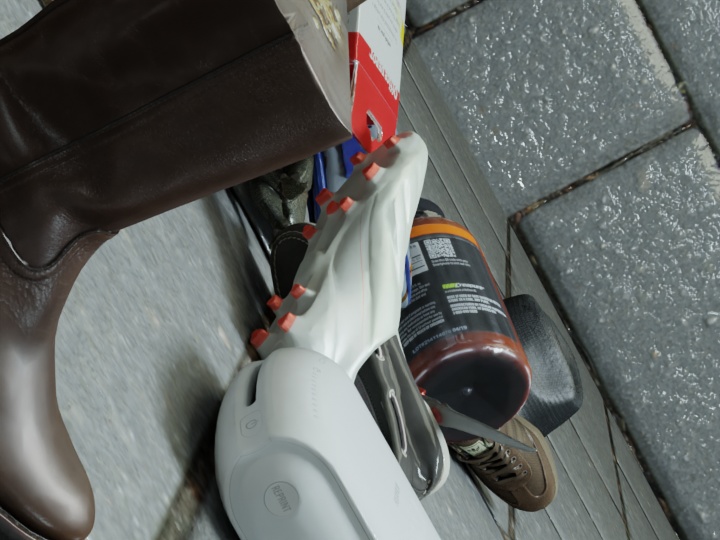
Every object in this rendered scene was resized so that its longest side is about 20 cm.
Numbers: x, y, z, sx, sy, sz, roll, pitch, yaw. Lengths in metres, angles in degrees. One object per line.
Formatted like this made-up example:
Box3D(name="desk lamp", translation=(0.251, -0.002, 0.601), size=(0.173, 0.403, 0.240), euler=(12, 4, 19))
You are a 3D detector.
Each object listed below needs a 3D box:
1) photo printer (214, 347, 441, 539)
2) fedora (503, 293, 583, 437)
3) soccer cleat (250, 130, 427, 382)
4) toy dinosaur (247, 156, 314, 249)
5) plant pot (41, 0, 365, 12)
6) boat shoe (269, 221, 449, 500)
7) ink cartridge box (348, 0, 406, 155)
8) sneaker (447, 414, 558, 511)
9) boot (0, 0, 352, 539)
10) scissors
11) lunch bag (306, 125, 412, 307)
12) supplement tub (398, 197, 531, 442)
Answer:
Box3D(name="photo printer", translation=(-0.007, 0.137, 1.116), size=(0.201, 0.069, 0.166), euler=(61, 9, -10))
Box3D(name="fedora", translation=(0.163, 0.094, 2.179), size=(0.201, 0.091, 0.201), euler=(60, 9, -16))
Box3D(name="soccer cleat", translation=(0.000, 0.000, 1.346), size=(0.078, 0.069, 0.200), euler=(41, 54, -20))
Box3D(name="toy dinosaur", translation=(-0.059, -0.078, 1.456), size=(0.200, 0.077, 0.102), euler=(56, 17, -23))
Box3D(name="plant pot", translation=(-0.080, -0.203, 1.301), size=(0.201, 0.198, 0.200), euler=(60, 10, -17))
Box3D(name="boat shoe", translation=(-0.008, 0.055, 1.374), size=(0.057, 0.067, 0.201), euler=(0, 58, -58))
Box3D(name="ink cartridge box", translation=(-0.015, -0.171, 1.438), size=(0.116, 0.067, 0.201), euler=(48, 45, -68))
Box3D(name="sneaker", translation=(0.095, 0.137, 1.808), size=(0.200, 0.070, 0.076), euler=(55, 29, -22))
Box3D(name="boot", translation=(-0.072, -0.012, 0.746), size=(0.187, 0.199, 0.064), euler=(59, 9, -21))
Box3D(name="scissors", translation=(0.040, 0.083, 1.387), size=(0.200, 0.014, 0.073), euler=(-3, -72, 59))
Box3D(name="lunch bag", translation=(-0.007, -0.079, 1.571), size=(0.160, 0.075, 0.201), euler=(78, 4, -62))
Box3D(name="supplement tub", translation=(0.059, 0.032, 1.711), size=(0.107, 0.107, 0.200), euler=(54, 11, -43))
